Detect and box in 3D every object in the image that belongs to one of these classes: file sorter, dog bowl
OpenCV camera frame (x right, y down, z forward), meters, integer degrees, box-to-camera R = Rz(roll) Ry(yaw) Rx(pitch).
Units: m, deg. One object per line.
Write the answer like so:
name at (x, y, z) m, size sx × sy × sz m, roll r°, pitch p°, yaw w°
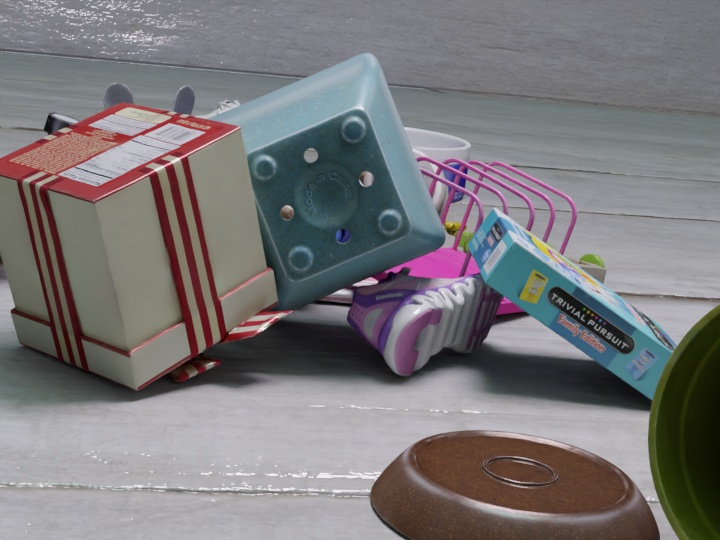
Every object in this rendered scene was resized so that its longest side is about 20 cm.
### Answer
file sorter at (0.110, -0.040, 1.563) m, size 0.138 × 0.127 × 0.199 m, roll 28°, pitch 18°, yaw 32°
dog bowl at (0.059, -0.157, 2.224) m, size 0.198 × 0.080 × 0.200 m, roll 7°, pitch 13°, yaw -2°

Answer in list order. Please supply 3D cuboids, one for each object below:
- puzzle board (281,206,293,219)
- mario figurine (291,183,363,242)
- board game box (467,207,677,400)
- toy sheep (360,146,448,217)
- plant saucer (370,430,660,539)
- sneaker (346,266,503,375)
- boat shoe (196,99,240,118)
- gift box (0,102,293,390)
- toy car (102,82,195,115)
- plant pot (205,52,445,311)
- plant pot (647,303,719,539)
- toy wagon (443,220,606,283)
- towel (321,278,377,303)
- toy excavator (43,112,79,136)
puzzle board at (-0.149, -0.089, 1.739) m, size 0.198 × 0.018 × 0.151 m, roll 24°, pitch -7°, yaw 14°
mario figurine at (-0.043, -0.058, 1.589) m, size 0.122 × 0.107 × 0.200 m, roll 7°, pitch 16°, yaw 22°
board game box at (0.194, 0.031, 1.365) m, size 0.199 × 0.047 × 0.151 m, roll 34°, pitch 10°, yaw -9°
toy sheep at (0.038, -0.082, 1.762) m, size 0.136 × 0.140 × 0.200 m, roll 5°, pitch -15°, yaw -7°
plant saucer at (0.107, 0.150, 1.039) m, size 0.198 × 0.035 × 0.200 m, roll 6°, pitch 12°, yaw -1°
sneaker at (0.059, 0.032, 1.386) m, size 0.088 × 0.081 × 0.199 m, roll 26°, pitch 22°, yaw 29°
boat shoe at (-0.212, -0.246, 2.491) m, size 0.198 × 0.066 × 0.073 m, roll 0°, pitch 15°, yaw -28°
gift box at (-0.172, -0.019, 1.255) m, size 0.199 × 0.189 × 0.184 m, roll -27°, pitch 31°, yaw -35°
toy car at (-0.217, -0.082, 1.489) m, size 0.157 × 0.202 × 0.163 m, roll 18°, pitch 17°, yaw 41°
plant pot at (-0.035, -0.071, 1.356) m, size 0.194 × 0.198 × 0.200 m, roll -22°, pitch 6°, yaw -1°
plant pot at (0.319, 0.114, 1.008) m, size 0.199 × 0.203 × 0.192 m, roll 15°, pitch 3°, yaw 33°
toy wagon at (0.179, -0.016, 1.736) m, size 0.199 × 0.040 × 0.154 m, roll 16°, pitch 6°, yaw 37°
towel at (0.000, 0.000, 1.632) m, size 0.144 × 0.030 × 0.200 m, roll 4°, pitch 14°, yaw -9°
toy excavator at (-0.313, -0.125, 1.905) m, size 0.198 × 0.101 × 0.194 m, roll 14°, pitch 9°, yaw -36°
